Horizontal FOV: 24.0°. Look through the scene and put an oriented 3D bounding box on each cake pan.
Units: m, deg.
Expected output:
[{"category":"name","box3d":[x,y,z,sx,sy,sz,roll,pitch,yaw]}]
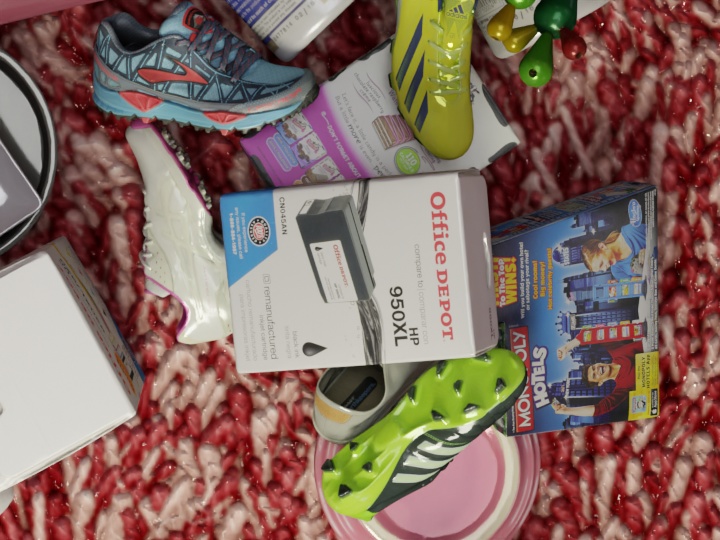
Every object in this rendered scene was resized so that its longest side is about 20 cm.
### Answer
[{"category":"cake pan","box3d":[-0.351,-0.099,1.408,0.199,0.037,0.202,0,94,-6]}]

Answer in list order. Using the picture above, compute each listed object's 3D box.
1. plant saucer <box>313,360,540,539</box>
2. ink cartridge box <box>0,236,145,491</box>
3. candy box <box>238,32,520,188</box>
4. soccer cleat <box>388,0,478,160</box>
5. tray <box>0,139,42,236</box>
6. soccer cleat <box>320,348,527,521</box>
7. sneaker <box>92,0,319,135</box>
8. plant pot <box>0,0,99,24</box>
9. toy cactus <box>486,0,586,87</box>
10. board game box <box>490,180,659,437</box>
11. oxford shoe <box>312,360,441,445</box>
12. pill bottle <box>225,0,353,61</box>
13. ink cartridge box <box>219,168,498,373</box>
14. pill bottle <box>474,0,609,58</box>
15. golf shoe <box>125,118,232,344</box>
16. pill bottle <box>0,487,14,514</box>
[{"category":"plant saucer","box3d":[0.060,0.169,1.458,0.199,0.051,0.202,0,94,-6]},{"category":"ink cartridge box","box3d":[-0.268,0.073,1.345,0.144,0.200,0.148,-29,96,-3]},{"category":"candy box","box3d":[0.015,-0.108,1.430,0.199,0.061,0.137,-33,96,-2]},{"category":"soccer cleat","box3d":[0.064,-0.189,1.351,0.064,0.083,0.202,-10,95,-33]},{"category":"tray","box3d":[-0.369,-0.042,1.380,0.199,0.022,0.108,-34,96,-3]},{"category":"soccer cleat","box3d":[0.056,0.134,1.386,0.199,0.081,0.068,-36,55,10]},{"category":"sneaker","box3d":[-0.131,-0.167,1.366,0.198,0.079,0.096,6,117,16]},{"category":"plant pot","box3d":[-0.282,-0.279,1.337,0.178,0.200,0.202,-5,94,-21]},{"category":"toy cactus","box3d":[0.148,-0.248,1.306,0.164,0.102,0.201,-9,79,-33]},{"category":"board game box","box3d":[0.152,0.031,1.428,0.198,0.062,0.202,-4,98,-20]},{"category":"oxford shoe","box3d":[0.030,0.059,1.418,0.075,0.058,0.200,32,68,21]},{"category":"pill bottle","box3d":[-0.086,-0.282,1.380,0.120,0.120,0.200,-43,97,-1]},{"category":"ink cartridge box","box3d":[0.000,0.000,1.337,0.198,0.084,0.146,-5,93,17]},{"category":"pill bottle","box3d":[0.117,-0.289,1.401,0.114,0.114,0.201,-29,96,-3]},{"category":"golf shoe","box3d":[-0.156,-0.030,1.415,0.091,0.075,0.201,-28,95,0]},{"category":"pill bottle","box3d":[-0.389,0.151,1.386,0.109,0.109,0.200,-44,97,-1]}]
